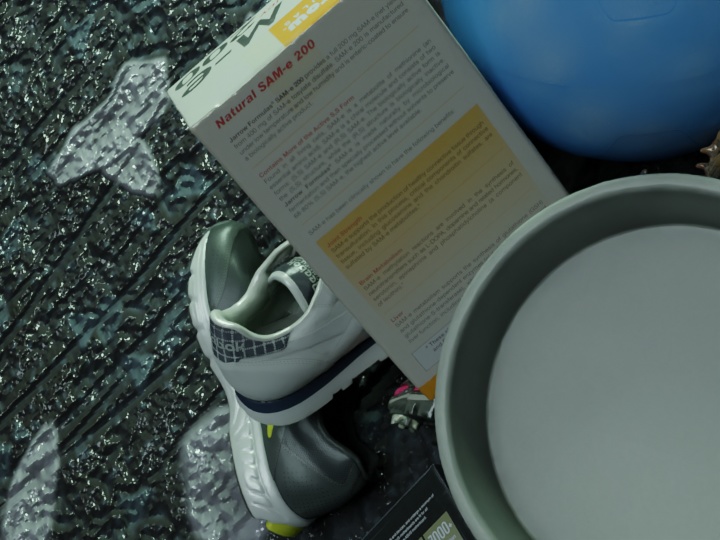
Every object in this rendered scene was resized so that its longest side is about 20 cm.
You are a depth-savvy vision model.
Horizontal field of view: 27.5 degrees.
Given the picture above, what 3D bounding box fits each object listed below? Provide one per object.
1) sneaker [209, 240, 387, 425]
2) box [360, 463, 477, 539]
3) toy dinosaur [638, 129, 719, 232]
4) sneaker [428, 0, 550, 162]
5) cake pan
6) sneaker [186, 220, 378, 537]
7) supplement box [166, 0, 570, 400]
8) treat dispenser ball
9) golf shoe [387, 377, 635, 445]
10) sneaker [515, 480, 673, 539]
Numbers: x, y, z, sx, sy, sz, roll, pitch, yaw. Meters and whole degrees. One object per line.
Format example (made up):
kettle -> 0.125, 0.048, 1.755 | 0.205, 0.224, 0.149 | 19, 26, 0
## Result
sneaker -> 0.000, 0.000, 0.840 | 0.200, 0.081, 0.076 | -42, 45, -22
box -> 0.042, 0.226, 0.766 | 0.200, 0.086, 0.164 | -50, 54, 26
toy dinosaur -> 0.230, -0.062, 0.697 | 0.135, 0.086, 0.200 | 34, 102, -7
sneaker -> 0.042, -0.129, 0.853 | 0.201, 0.082, 0.072 | 68, 159, 13
cake pan -> 0.131, 0.058, 0.655 | 0.199, 0.037, 0.202 | -6, 74, 23
sneaker -> -0.043, 0.057, 0.906 | 0.084, 0.074, 0.201 | -23, 75, 21
supplement box -> 0.015, -0.050, 0.748 | 0.126, 0.200, 0.074 | -40, 26, 0
treat dispenser ball -> 0.139, -0.156, 0.752 | 0.200, 0.201, 0.202 | -9, 73, 31
golf shoe -> 0.090, 0.051, 0.780 | 0.200, 0.077, 0.088 | -3, 58, 56
sneaker -> 0.168, 0.139, 0.702 | 0.199, 0.087, 0.075 | -2, 78, 6
